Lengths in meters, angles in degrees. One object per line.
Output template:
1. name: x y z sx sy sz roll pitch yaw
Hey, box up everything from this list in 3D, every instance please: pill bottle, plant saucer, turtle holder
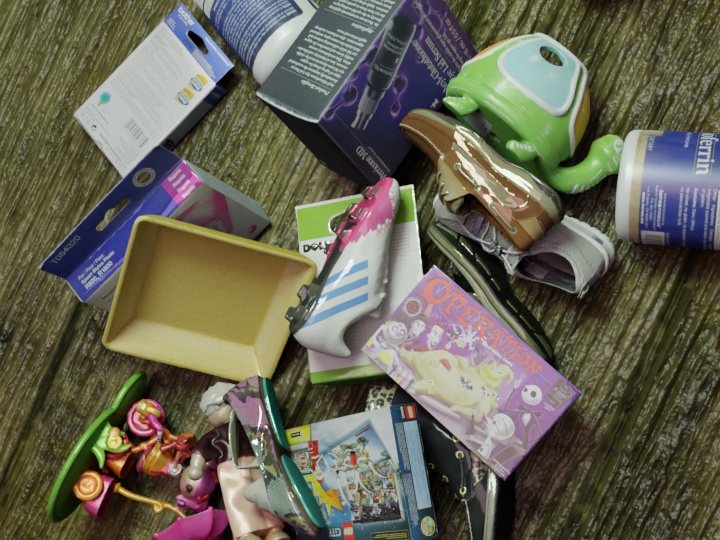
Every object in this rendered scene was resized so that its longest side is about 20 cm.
1. pill bottle: 0.361 -0.077 1.070 0.199 0.116 0.116 6 86 19
2. plant saucer: -0.170 0.026 1.205 0.199 0.049 0.200 15 127 -13
3. pill bottle: -0.099 -0.280 1.256 0.111 0.111 0.200 -42 72 10
4. turtle holder: 0.184 -0.166 1.129 0.185 0.141 0.132 37 81 33

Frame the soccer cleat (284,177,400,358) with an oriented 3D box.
1. soccer cleat: 0.000 0.000 1.142 0.086 0.070 0.200 34 81 -15

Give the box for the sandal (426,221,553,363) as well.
1. sandal: 0.129 0.029 1.162 0.057 0.080 0.201 -41 73 25

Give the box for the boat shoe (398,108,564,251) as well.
1. boat shoe: 0.112 -0.093 1.103 0.200 0.076 0.074 38 86 26

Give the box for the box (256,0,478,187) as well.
1. box: 0.010 -0.212 1.162 0.104 0.148 0.200 30 83 38

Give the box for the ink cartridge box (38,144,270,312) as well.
1. ink cartridge box: -0.227 -0.029 1.225 0.196 0.200 0.043 -44 60 10

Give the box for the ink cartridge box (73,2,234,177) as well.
1. ink cartridge box: -0.251 -0.219 1.340 0.200 0.042 0.119 -44 72 12

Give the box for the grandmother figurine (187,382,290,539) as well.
1. grandmother figurine: -0.142 0.219 1.226 0.061 0.121 0.201 -41 55 39

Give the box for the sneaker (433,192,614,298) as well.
1. sneaker: 0.165 -0.036 1.134 0.199 0.082 0.075 22 134 16

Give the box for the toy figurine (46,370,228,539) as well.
1. toy figurine: -0.229 0.244 1.254 0.184 0.150 0.200 27 68 7

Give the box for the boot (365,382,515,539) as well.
1. boot: 0.084 0.213 1.160 0.153 0.073 0.204 -3 83 23

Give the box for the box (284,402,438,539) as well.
1. box: -0.007 0.224 1.152 0.200 0.038 0.137 -21 76 49

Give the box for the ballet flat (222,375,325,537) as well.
1. ballet flat: -0.102 0.210 1.177 0.071 0.069 0.200 -27 61 4

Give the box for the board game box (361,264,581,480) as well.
1. board game box: 0.112 0.104 1.108 0.200 0.032 0.120 41 87 15

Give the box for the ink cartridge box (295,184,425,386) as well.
1. ink cartridge box: 0.015 0.020 1.202 0.147 0.076 0.201 -9 79 18
